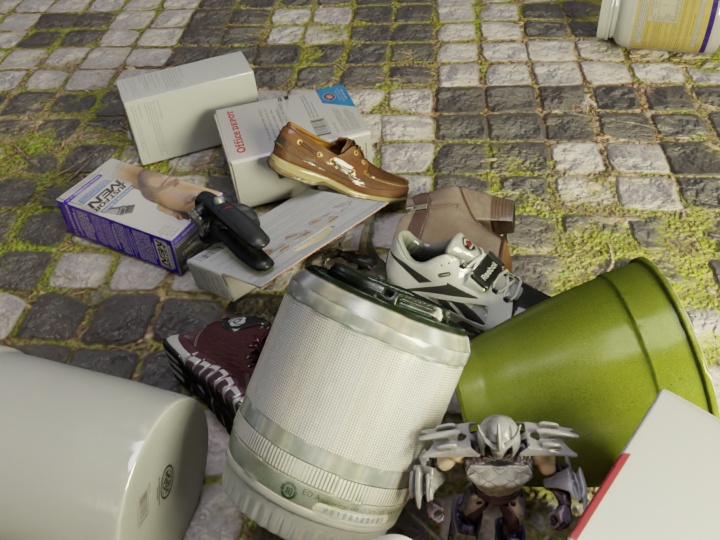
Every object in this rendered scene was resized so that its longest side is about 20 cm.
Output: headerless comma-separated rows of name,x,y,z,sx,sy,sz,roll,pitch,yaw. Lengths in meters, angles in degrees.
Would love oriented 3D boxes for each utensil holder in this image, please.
utensil holder,-0.255,0.166,0.633,0.199,0.171,0.170,10,45,11

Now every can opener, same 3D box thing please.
can opener,-0.146,-0.052,0.841,0.078,0.064,0.200,-27,26,-16

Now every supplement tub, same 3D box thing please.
supplement tub,0.514,-0.450,1.241,0.199,0.146,0.146,11,45,15

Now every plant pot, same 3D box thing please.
plant pot,0.184,0.110,0.657,0.192,0.201,0.201,-15,42,6

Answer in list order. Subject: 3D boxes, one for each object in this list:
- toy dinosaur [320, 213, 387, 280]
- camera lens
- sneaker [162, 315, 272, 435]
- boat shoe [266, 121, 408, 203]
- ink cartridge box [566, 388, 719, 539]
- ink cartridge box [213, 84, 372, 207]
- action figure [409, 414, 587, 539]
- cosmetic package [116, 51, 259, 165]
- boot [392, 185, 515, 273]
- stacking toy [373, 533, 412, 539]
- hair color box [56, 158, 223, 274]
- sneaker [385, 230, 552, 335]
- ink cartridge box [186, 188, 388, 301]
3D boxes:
toy dinosaur,0.000,0.000,0.881,0.088,0.048,0.200,-9,40,-10
camera lens,-0.012,0.105,0.604,0.159,0.160,0.201,23,93,27
sneaker,-0.110,0.102,0.757,0.115,0.076,0.200,-31,48,-30
boat shoe,-0.020,-0.139,0.962,0.199,0.068,0.072,14,20,-21
ink cartridge box,0.194,0.206,0.520,0.083,0.201,0.147,31,53,26
ink cartridge box,-0.097,-0.181,1.049,0.199,0.085,0.146,-14,44,-9
action figure,0.105,0.176,0.565,0.129,0.201,0.070,6,45,13
cosmetic package,-0.257,-0.249,1.118,0.199,0.113,0.081,-18,44,-16
boot,0.110,-0.024,0.887,0.145,0.070,0.201,0,47,17
stacking toy,0.022,0.247,0.496,0.145,0.201,0.147,-3,43,2
hair color box,-0.287,-0.076,0.970,0.199,0.065,0.109,19,47,21
sneaker,0.117,0.010,0.758,0.199,0.089,0.074,14,36,18
ink cartridge box,-0.083,-0.030,0.876,0.200,0.044,0.173,-35,31,-29
